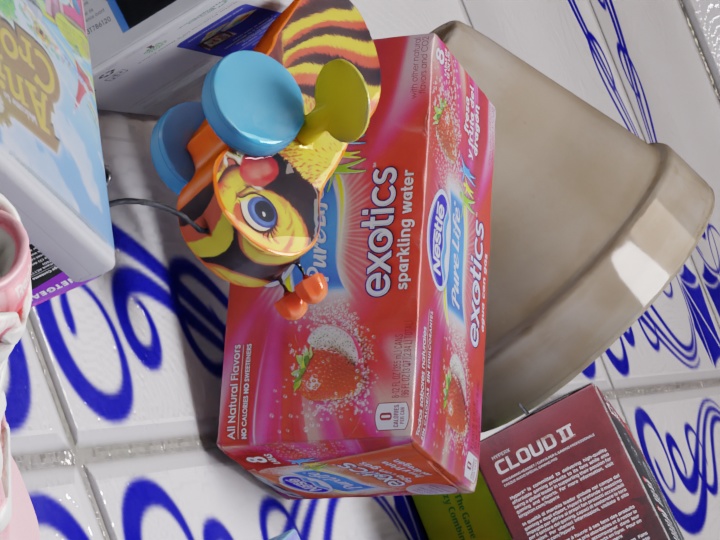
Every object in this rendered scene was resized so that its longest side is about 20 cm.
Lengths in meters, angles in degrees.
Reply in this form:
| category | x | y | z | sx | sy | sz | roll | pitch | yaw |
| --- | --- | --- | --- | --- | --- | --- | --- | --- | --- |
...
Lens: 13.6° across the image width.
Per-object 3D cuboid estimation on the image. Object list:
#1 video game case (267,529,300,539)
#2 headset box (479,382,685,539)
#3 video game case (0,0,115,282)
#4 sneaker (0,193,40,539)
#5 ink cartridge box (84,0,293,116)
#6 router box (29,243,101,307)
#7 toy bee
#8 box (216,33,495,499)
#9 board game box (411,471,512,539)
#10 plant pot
| category | x | y | z | sx | sy | sz | roll | pitch | yaw |
| --- | --- | --- | --- | --- | --- | --- | --- | --- | --- |
| video game case | -0.034 | 0.215 | 1.216 | 0.182 | 0.045 | 0.200 | 68 | 16 | -2 |
| headset box | 0.132 | 0.157 | 1.539 | 0.201 | 0.077 | 0.149 | 64 | 5 | 19 |
| video game case | -0.155 | -0.116 | 1.122 | 0.200 | 0.022 | 0.183 | 47 | 27 | -52 |
| sneaker | -0.138 | 0.039 | 1.017 | 0.200 | 0.104 | 0.076 | 54 | 18 | -42 |
| ink cartridge box | -0.079 | -0.112 | 1.417 | 0.039 | 0.099 | 0.200 | 61 | 14 | 9 |
| router box | -0.169 | -0.102 | 1.200 | 0.149 | 0.051 | 0.201 | 48 | 24 | -53 |
| toy bee | -0.047 | -0.035 | 1.332 | 0.109 | 0.200 | 0.131 | 49 | -20 | -4 |
| box | 0.000 | 0.000 | 1.416 | 0.095 | 0.099 | 0.201 | 43 | 47 | -61 |
| board game box | 0.093 | 0.194 | 1.653 | 0.201 | 0.047 | 0.102 | 69 | 16 | 6 |
| plant pot | 0.070 | -0.039 | 1.694 | 0.174 | 0.200 | 0.200 | 46 | 20 | -9 |
